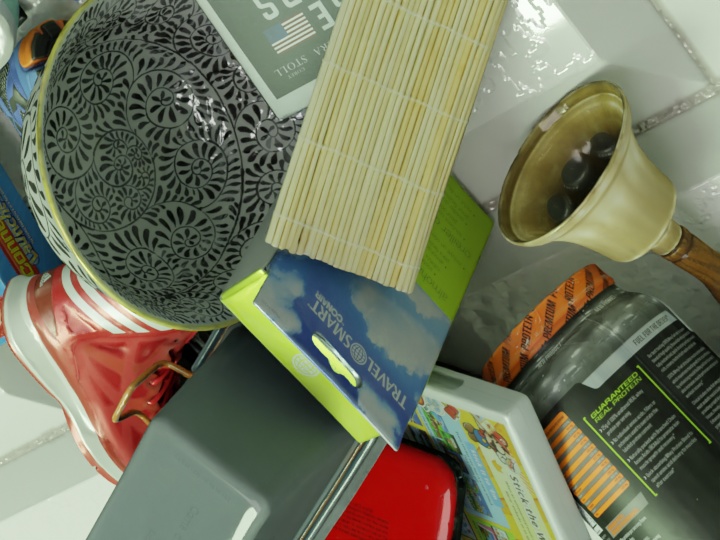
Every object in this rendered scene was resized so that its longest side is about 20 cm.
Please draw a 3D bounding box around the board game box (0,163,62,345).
[{"bbox_3d":[-0.315,-0.022,1.088,0.199,0.056,0.197,-27,98,36],"label":"board game box"}]

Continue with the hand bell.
[{"bbox_3d":[0.186,-0.013,0.933,0.199,0.105,0.104,32,134,-24],"label":"hand bell"}]

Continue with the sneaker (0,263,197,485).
[{"bbox_3d":[-0.129,0.068,1.023,0.114,0.079,0.200,-17,135,20],"label":"sneaker"}]

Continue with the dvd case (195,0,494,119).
[{"bbox_3d":[-0.038,-0.194,0.879,0.149,0.025,0.201,-24,116,24],"label":"dvd case"}]

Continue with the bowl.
[{"bbox_3d":[-0.127,-0.063,0.939,0.094,0.201,0.202,-7,127,45],"label":"bowl"}]

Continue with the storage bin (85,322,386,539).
[{"bbox_3d":[-0.094,0.128,0.941,0.145,0.134,0.201,37,120,8],"label":"storage bin"}]

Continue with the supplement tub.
[{"bbox_3d":[0.170,0.100,0.934,0.200,0.122,0.123,48,134,13],"label":"supplement tub"}]

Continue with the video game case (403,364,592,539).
[{"bbox_3d":[0.069,0.135,0.985,0.181,0.023,0.201,16,139,51],"label":"video game case"}]

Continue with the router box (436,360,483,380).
[{"bbox_3d":[0.016,0.126,1.112,0.198,0.062,0.151,19,133,6],"label":"router box"}]

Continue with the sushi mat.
[{"bbox_3d":[0.020,-0.095,0.855,0.095,0.012,0.202,17,92,-26],"label":"sushi mat"}]

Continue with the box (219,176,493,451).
[{"bbox_3d":[0.000,0.000,0.919,0.047,0.201,0.122,-29,114,39],"label":"box"}]

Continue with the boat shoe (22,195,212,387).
[{"bbox_3d":[-0.155,0.024,1.090,0.200,0.068,0.072,41,131,-14],"label":"boat shoe"}]

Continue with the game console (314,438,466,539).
[{"bbox_3d":[0.012,0.169,1.048,0.199,0.118,0.175,15,106,40],"label":"game console"}]

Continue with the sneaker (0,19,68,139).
[{"bbox_3d":[-0.164,-0.066,1.028,0.078,0.075,0.201,-10,118,41],"label":"sneaker"}]

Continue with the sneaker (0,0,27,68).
[{"bbox_3d":[-0.282,-0.126,0.974,0.199,0.119,0.074,-25,120,15],"label":"sneaker"}]
